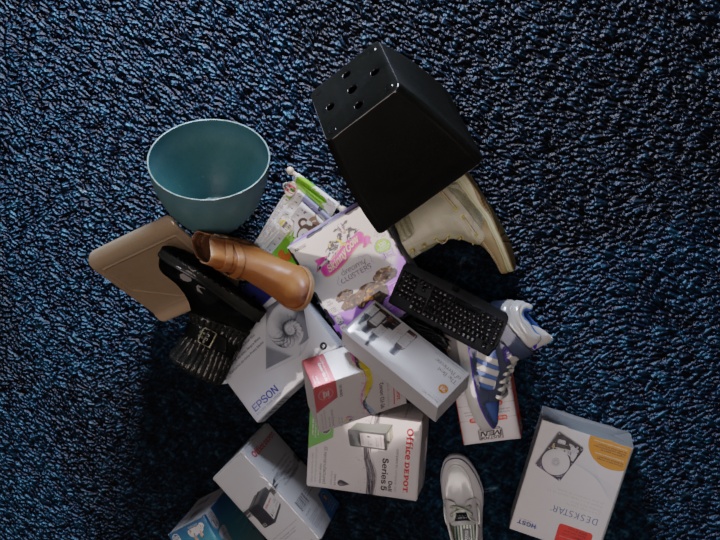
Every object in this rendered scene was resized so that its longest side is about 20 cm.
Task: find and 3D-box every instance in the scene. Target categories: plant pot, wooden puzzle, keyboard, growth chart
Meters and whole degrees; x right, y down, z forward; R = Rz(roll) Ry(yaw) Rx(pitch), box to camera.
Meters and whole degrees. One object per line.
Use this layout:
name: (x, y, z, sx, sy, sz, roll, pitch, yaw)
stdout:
plant pot: (0.036, -0.221, 1.391, 0.198, 0.201, 0.177, -34, 132, 15)
plant pot: (-0.248, -0.136, 1.521, 0.197, 0.201, 0.136, 14, 138, 9)
wooden puzzle: (-0.336, -0.003, 1.573, 0.183, 0.038, 0.200, -22, 135, 20)
keyboard: (0.127, 0.073, 1.429, 0.199, 0.039, 0.105, 27, 104, 29)
growth chart: (-0.108, -0.057, 1.578, 0.144, 0.018, 0.201, 31, 105, 4)

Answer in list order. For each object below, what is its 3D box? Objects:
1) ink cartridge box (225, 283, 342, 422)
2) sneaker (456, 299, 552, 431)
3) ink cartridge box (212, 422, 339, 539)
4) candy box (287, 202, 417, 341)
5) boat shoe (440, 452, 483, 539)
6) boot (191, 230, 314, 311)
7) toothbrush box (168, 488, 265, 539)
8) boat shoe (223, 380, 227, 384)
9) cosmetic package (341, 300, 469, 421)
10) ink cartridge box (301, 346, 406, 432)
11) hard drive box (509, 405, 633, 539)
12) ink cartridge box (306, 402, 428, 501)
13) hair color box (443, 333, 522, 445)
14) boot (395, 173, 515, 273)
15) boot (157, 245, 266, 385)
ink cartridge box: (-0.159, 0.116, 1.544, 0.199, 0.041, 0.200, -43, 75, 10)
sneaker: (0.236, 0.147, 1.444, 0.145, 0.080, 0.203, -12, 90, 19)
ink cartridge box: (-0.144, 0.386, 1.597, 0.084, 0.145, 0.200, -42, 90, 16)
candy box: (0.000, 0.000, 1.527, 0.167, 0.072, 0.201, -29, 98, 13)
boat shoe: (0.181, 0.419, 1.575, 0.073, 0.067, 0.203, -11, 97, 13)
boot: (-0.175, -0.001, 1.459, 0.199, 0.154, 0.074, 27, 95, 49)
toothbrush box: (-0.237, 0.510, 1.639, 0.085, 0.146, 0.201, -29, 94, 16)
boat shoe: (-0.171, 0.138, 1.605, 0.198, 0.071, 0.092, -17, 84, 15)
cosmetic package: (0.068, 0.139, 1.430, 0.199, 0.051, 0.082, 37, 63, 23)
ink cartridge box: (0.010, 0.178, 1.508, 0.198, 0.068, 0.117, -18, 134, -13)
hard drive box: (0.349, 0.350, 1.523, 0.154, 0.077, 0.203, 15, 103, 9)
ink cartridge box: (0.013, 0.303, 1.580, 0.197, 0.084, 0.148, 5, 101, 11)
hair color box: (0.206, 0.182, 1.531, 0.100, 0.061, 0.203, -9, 97, 13)
boot: (0.150, -0.056, 1.496, 0.154, 0.072, 0.201, -32, 87, 15)
boot: (-0.275, 0.076, 1.496, 0.210, 0.079, 0.158, 37, 98, -6)
